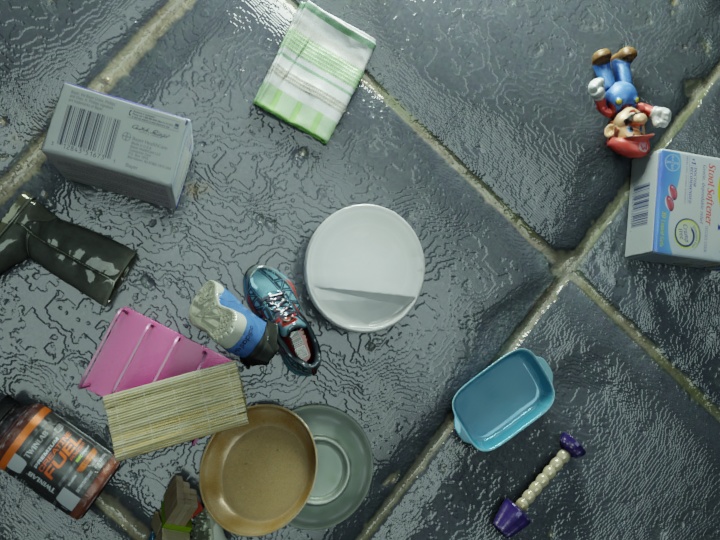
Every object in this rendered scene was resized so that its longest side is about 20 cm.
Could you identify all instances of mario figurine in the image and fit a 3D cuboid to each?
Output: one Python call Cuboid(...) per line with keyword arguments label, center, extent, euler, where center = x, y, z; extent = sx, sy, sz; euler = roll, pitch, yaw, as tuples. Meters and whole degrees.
Cuboid(label="mario figurine", center=(0.476, -0.299, 1.401), extent=(0.122, 0.106, 0.203), euler=(-15, 80, 23))

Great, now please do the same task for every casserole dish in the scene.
Cuboid(label="casserole dish", center=(0.240, 0.219, 1.355), extent=(0.199, 0.039, 0.122), euler=(-33, 93, -11))

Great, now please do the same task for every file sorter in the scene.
Cuboid(label="file sorter", center=(-0.307, 0.161, 1.205), extent=(0.198, 0.125, 0.140), euler=(28, 81, -8))

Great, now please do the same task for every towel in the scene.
Cuboid(label="towel", center=(-0.075, -0.336, 1.335), extent=(0.148, 0.031, 0.202), euler=(26, 82, -8))

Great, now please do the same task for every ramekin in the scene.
Cuboid(label="ramekin", center=(0.000, 0.000, 1.294), extent=(0.199, 0.094, 0.206), euler=(1, 85, -12))

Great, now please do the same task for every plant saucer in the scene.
Cuboid(label="plant saucer", center=(-0.071, 0.320, 1.280), extent=(0.197, 0.050, 0.204), euler=(1, 87, -11))
Cuboid(label="plant saucer", center=(-0.154, 0.311, 1.233), extent=(0.197, 0.036, 0.203), euler=(-7, 63, 14))

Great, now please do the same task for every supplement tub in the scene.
Cuboid(label="supplement tub", center=(-0.465, 0.271, 1.175), extent=(0.199, 0.107, 0.108), euler=(37, 80, -7))

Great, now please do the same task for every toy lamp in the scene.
Cuboid(label="toy lamp", center=(0.302, 0.368, 1.347), extent=(0.058, 0.058, 0.200), euler=(45, 80, -5))

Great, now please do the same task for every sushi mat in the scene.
Cuboid(label="sushi mat", center=(-0.262, 0.201, 1.141), extent=(0.197, 0.012, 0.097), euler=(-14, 92, -15))

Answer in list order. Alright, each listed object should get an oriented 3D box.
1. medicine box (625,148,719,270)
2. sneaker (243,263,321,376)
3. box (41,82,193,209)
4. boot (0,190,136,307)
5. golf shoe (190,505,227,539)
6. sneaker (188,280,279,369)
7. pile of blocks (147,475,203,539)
Cuboid(label="medicine box", center=(0.589, -0.105, 1.415), extent=(0.197, 0.103, 0.185), euler=(6, 85, -10))
Cuboid(label="sneaker", center=(-0.115, 0.074, 1.264), extent=(0.079, 0.095, 0.202), euler=(-33, 93, -15))
Cuboid(label="box", center=(-0.351, -0.178, 1.181), extent=(0.181, 0.200, 0.107), euler=(16, 82, -10))
Cuboid(label="boot", center=(-0.473, -0.004, 1.220), extent=(0.199, 0.072, 0.183), euler=(35, 82, -14))
Cuboid(label="golf shoe", center=(-0.211, 0.465, 1.243), extent=(0.096, 0.078, 0.203), euler=(-5, 87, -36))
Cuboid(label="sneaker", center=(-0.189, 0.086, 1.219), extent=(0.111, 0.199, 0.077), euler=(38, 85, -31))
Cuboid(label="pile of blocks", center=(-0.291, 0.421, 1.224), extent=(0.062, 0.082, 0.203), euler=(21, 91, -27))
